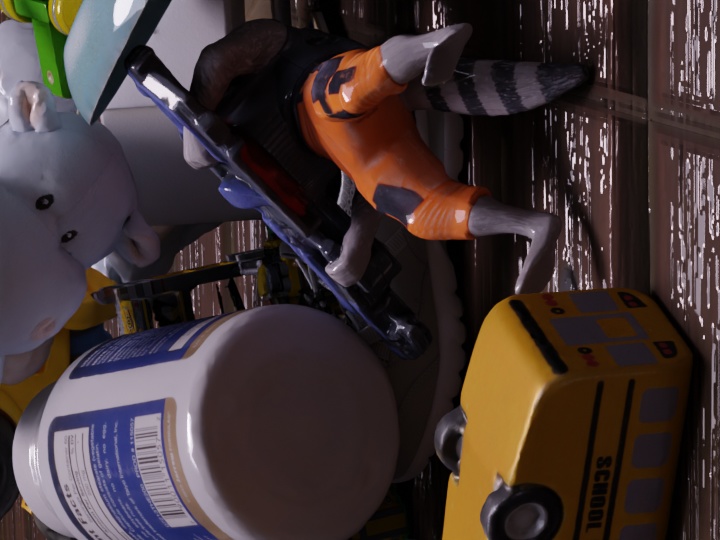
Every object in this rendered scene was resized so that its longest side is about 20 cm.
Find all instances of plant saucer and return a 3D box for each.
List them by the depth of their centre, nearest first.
[{"bbox_3d":[-0.077,-0.155,1.156,0.200,0.027,0.200,-60,4,8],"label":"plant saucer"}]

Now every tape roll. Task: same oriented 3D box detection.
[{"bbox_3d":[-0.082,-0.122,1.355,0.202,0.071,0.203,-3,-90,-83],"label":"tape roll"}]

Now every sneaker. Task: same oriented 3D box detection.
[{"bbox_3d":[0.000,0.000,1.252,0.075,0.082,0.200,-151,58,-71],"label":"sneaker"}]

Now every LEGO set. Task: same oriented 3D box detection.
[{"bbox_3d":[-0.064,0.071,1.371,0.154,0.116,0.200,18,118,64],"label":"LEGO set"}]

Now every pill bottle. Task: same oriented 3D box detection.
[{"bbox_3d":[-0.080,0.080,1.253,0.200,0.111,0.111,-12,82,56],"label":"pill bottle"}]

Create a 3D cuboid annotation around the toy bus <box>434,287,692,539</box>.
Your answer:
[{"bbox_3d":[0.071,0.109,1.041,0.065,0.078,0.200,-122,32,-56],"label":"toy bus"}]

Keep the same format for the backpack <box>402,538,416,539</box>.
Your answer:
[{"bbox_3d":[0.014,0.218,1.194,0.163,0.154,0.200,157,120,-80],"label":"backpack"}]

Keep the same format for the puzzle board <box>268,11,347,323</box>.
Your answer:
[{"bbox_3d":[-0.017,-0.013,1.431,0.200,0.017,0.151,103,158,-44],"label":"puzzle board"}]

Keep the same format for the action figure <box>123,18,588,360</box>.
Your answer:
[{"bbox_3d":[0.009,-0.047,1.135,0.193,0.105,0.200,17,156,47],"label":"action figure"}]

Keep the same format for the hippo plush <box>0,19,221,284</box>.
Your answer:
[{"bbox_3d":[-0.152,-0.071,1.535,0.161,0.159,0.200,42,142,5],"label":"hippo plush"}]

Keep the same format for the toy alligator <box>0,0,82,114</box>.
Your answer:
[{"bbox_3d":[-0.141,-0.132,1.346,0.059,0.054,0.200,21,134,47],"label":"toy alligator"}]

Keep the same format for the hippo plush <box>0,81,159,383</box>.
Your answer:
[{"bbox_3d":[-0.161,-0.009,1.255,0.161,0.200,0.159,0,133,46],"label":"hippo plush"}]

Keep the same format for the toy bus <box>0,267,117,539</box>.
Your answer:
[{"bbox_3d":[-0.192,0.039,1.428,0.136,0.200,0.192,16,92,48],"label":"toy bus"}]
